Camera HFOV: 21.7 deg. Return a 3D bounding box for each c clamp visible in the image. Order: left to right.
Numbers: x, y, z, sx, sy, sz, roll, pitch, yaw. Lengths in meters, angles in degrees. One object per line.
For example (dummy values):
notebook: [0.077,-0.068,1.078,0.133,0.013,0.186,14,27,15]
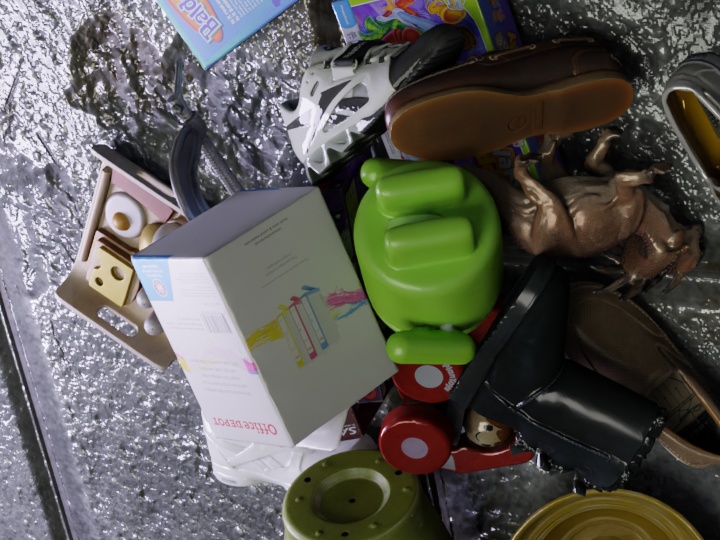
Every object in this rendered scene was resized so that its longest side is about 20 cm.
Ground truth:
c clamp: [-0.122,-0.072,1.687,0.027,0.171,0.201,-21,119,18]

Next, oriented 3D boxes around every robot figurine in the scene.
robot figurine: [0.056,-0.013,1.496,0.115,0.177,0.200,-12,159,1]

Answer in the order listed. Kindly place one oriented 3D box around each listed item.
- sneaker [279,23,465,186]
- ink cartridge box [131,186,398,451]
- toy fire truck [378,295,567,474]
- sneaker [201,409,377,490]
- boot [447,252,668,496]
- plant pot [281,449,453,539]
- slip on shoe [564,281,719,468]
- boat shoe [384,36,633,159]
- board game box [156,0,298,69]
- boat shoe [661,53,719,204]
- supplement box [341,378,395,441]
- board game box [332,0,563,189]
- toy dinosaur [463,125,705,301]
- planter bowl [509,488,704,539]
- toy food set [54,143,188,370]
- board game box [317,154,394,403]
sneaker: [-0.001,-0.153,1.498,0.200,0.074,0.089,-37,82,40]
ink cartridge box: [-0.074,0.048,1.555,0.128,0.125,0.201,1,120,55]
toy fire truck: [0.111,0.102,1.656,0.167,0.112,0.201,11,126,5]
sneaker: [-0.077,0.164,1.827,0.199,0.075,0.100,-2,117,34]
boot: [0.171,0.088,1.506,0.162,0.073,0.199,30,138,3]
plant pot: [0.007,0.277,1.738,0.199,0.201,0.194,9,131,29]
slip on shoe: [0.237,0.088,1.563,0.076,0.061,0.200,-41,96,-3]
boat shoe: [0.109,-0.137,1.454,0.071,0.199,0.071,99,156,-46]
board game box: [-0.106,-0.283,1.592,0.200,0.045,0.152,-29,100,41]
boat shoe: [0.295,-0.070,1.443,0.071,0.070,0.201,-23,103,40]
supplement box: [-0.038,0.044,1.701,0.061,0.109,0.201,-12,110,25]
board game box: [0.074,-0.148,1.546,0.134,0.045,0.201,-8,113,36]
toy dinosaur: [0.178,-0.037,1.486,0.198,0.086,0.136,3,118,6]
planter bowl: [0.221,0.280,1.676,0.199,0.083,0.202,1,100,8]
toy food set: [-0.222,-0.011,1.824,0.143,0.060,0.201,32,130,12]
board game box: [0.000,0.000,1.641,0.032,0.120,0.201,-4,113,16]
